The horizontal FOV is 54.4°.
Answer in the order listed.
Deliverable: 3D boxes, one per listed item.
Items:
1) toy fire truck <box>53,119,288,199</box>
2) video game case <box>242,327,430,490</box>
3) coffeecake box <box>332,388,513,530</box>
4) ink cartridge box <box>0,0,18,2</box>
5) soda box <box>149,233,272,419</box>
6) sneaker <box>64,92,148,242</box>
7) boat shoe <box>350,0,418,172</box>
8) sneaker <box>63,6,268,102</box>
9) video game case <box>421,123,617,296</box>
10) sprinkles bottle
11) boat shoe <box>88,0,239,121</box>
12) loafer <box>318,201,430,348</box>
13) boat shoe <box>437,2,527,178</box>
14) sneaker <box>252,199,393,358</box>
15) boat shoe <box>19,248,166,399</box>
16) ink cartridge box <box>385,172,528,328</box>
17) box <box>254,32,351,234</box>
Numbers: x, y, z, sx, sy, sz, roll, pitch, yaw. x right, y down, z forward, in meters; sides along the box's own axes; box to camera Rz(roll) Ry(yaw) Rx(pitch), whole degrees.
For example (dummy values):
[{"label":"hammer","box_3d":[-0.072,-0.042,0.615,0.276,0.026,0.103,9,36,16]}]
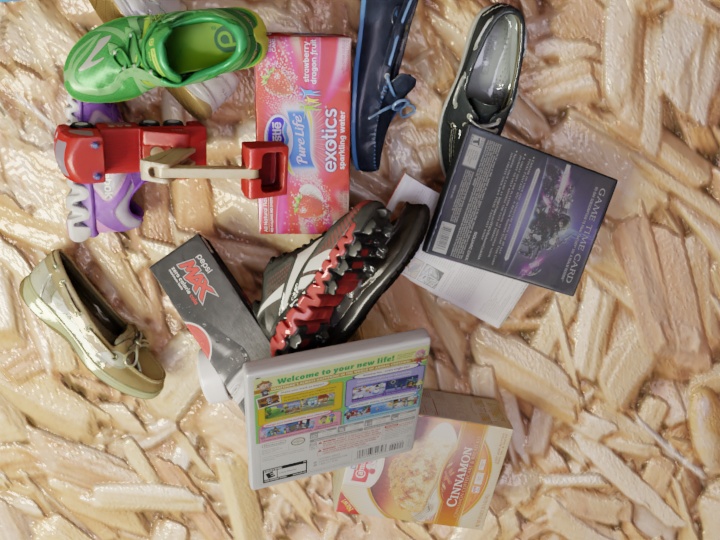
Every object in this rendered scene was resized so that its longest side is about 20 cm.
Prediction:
[{"label":"toy fire truck","box_3d":[-0.182,-0.106,0.670,0.197,0.141,0.049,-7,115,-27]},{"label":"video game case","box_3d":[-0.026,0.152,0.759,0.197,0.022,0.184,-9,129,-17]},{"label":"coffeecake box","box_3d":[0.075,0.237,0.900,0.197,0.073,0.156,10,108,-9]},{"label":"ink cartridge box","box_3d":[-0.266,-0.333,0.632,0.197,0.084,0.147,-6,75,-4]},{"label":"soda box","box_3d":[-0.147,0.062,0.778,0.070,0.063,0.201,-34,84,-4]},{"label":"sneaker","box_3d":[-0.264,-0.127,0.743,0.087,0.081,0.203,2,114,-14]},{"label":"boat shoe","box_3d":[0.028,-0.202,0.738,0.068,0.084,0.203,6,111,4]},{"label":"sneaker","box_3d":[-0.184,-0.201,0.635,0.197,0.084,0.075,-12,106,8]},{"label":"video game case","box_3d":[0.180,-0.063,0.783,0.197,0.019,0.145,15,100,-19]},{"label":"sprinkles bottle","box_3d":[-0.092,0.104,0.839,0.197,0.068,0.069,-14,110,-1]},{"label":"boat shoe","box_3d":[-0.205,-0.248,0.714,0.069,0.071,0.200,-45,101,-18]},{"label":"loafer","box_3d":[0.000,0.000,0.762,0.071,0.073,0.201,39,100,6]},{"label":"boat shoe","box_3d":[0.132,-0.186,0.768,0.074,0.060,0.203,4,108,-8]},{"label":"sneaker","box_3d":[-0.047,-0.001,0.717,0.070,0.098,0.201,4,127,-55]},{"label":"boat shoe","box_3d":[-0.294,0.065,0.805,0.063,0.073,0.201,-40,101,13]},{"label":"ink cartridge box","box_3d":[0.107,-0.027,0.826,0.198,0.050,0.110,28,104,-13]},{"label":"box","box_3d":[-0.061,-0.145,0.743,0.098,0.096,0.203,0,109,-5]}]
